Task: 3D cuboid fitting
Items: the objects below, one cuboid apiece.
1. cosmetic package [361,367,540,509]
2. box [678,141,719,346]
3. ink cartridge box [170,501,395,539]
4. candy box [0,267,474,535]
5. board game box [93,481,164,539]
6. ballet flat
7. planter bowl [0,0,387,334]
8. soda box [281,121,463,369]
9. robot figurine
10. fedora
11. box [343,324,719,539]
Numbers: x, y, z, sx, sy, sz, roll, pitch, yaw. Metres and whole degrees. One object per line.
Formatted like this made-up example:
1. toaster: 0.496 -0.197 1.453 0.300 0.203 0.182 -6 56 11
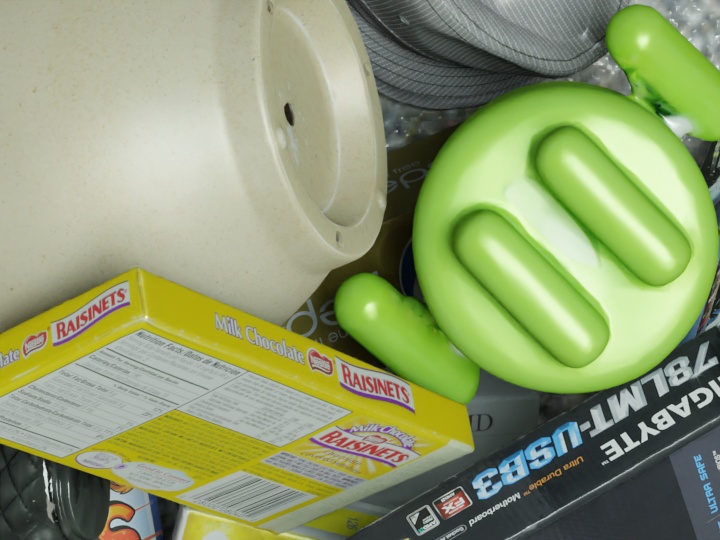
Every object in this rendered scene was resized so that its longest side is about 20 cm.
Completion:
1. cosmetic package: 0.015 0.134 1.327 0.101 0.071 0.201 -3 114 -17
2. box: 0.193 -0.020 1.233 0.040 0.137 0.201 36 66 -30
3. ink cartridge box: 0.002 0.189 1.260 0.199 0.047 0.198 15 123 -1
4. candy box: -0.055 0.053 1.093 0.102 0.027 0.200 -27 149 28
5. board game box: -0.176 0.099 1.206 0.199 0.034 0.136 -19 105 -37
6. ballet flat: -0.136 0.019 1.182 0.057 0.201 0.066 -10 160 21
7. planter bowl: -0.071 -0.050 1.117 0.134 0.201 0.201 -11 121 21
8. soda box: 0.000 0.000 1.265 0.199 0.064 0.068 -23 118 -8
9. robot figurine: 0.079 -0.015 1.147 0.116 0.200 0.176 43 96 -1
10. fedora: 0.056 -0.145 1.203 0.176 0.090 0.200 -30 120 -4
11. box: 0.087 0.141 1.181 0.198 0.050 0.200 -29 137 -7
